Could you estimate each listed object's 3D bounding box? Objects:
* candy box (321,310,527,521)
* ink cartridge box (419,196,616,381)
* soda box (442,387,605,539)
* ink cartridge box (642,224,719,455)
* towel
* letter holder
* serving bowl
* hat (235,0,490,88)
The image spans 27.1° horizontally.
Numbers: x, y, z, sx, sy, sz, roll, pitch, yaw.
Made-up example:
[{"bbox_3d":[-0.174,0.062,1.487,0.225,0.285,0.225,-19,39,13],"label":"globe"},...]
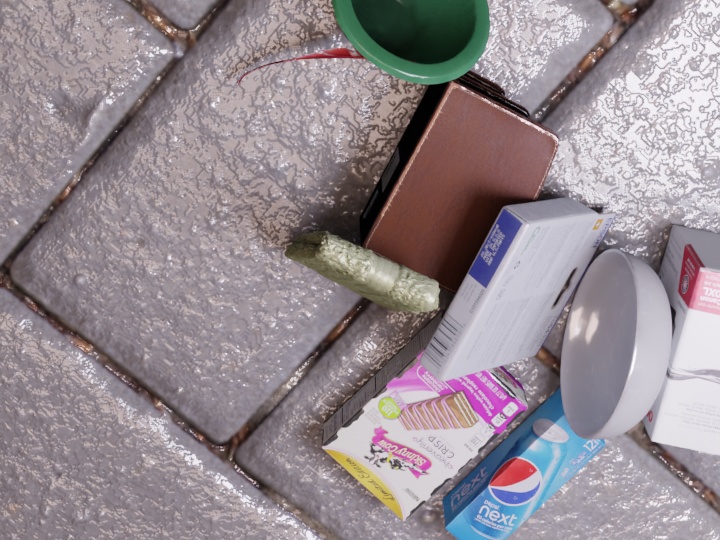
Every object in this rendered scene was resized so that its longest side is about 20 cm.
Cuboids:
[{"bbox_3d":[0.070,0.165,1.680,0.136,0.061,0.200,42,106,-13],"label":"candy box"},{"bbox_3d":[0.167,0.016,1.575,0.043,0.199,0.198,38,115,25],"label":"ink cartridge box"},{"bbox_3d":[0.183,0.230,1.697,0.064,0.068,0.200,40,106,-13],"label":"soda box"},{"bbox_3d":[0.358,0.074,1.598,0.082,0.145,0.202,11,109,-5],"label":"ink cartridge box"},{"bbox_3d":[0.000,0.000,1.557,0.147,0.200,0.037,26,85,-10],"label":"towel"},{"bbox_3d":[0.105,-0.093,1.569,0.141,0.101,0.201,25,108,-10],"label":"letter holder"},{"bbox_3d":[0.278,0.082,1.579,0.065,0.200,0.202,11,110,-12],"label":"serving bowl"},{"bbox_3d":[0.011,-0.246,1.552,0.198,0.176,0.167,26,66,-13],"label":"hat"}]
